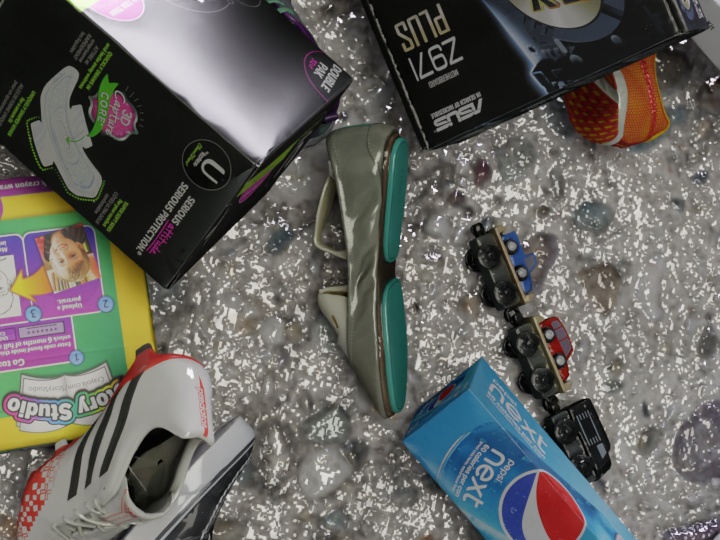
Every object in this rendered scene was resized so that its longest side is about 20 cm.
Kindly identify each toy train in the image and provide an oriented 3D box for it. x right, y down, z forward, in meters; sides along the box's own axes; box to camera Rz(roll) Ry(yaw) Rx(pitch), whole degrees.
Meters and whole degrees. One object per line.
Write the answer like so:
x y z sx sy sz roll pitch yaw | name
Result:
0.129 0.056 1.236 0.046 0.034 0.201 -24 90 -19 | toy train

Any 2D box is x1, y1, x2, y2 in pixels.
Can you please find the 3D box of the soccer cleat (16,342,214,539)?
-0.154 0.134 1.086 0.068 0.086 0.200 19 123 -36 | soccer cleat

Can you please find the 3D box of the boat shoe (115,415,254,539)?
-0.124 0.188 1.135 0.068 0.072 0.200 39 78 -5 | boat shoe

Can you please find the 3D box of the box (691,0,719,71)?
0.256 -0.238 1.268 0.200 0.041 0.156 49 47 -6 | box

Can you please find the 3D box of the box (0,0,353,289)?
-0.134 -0.120 1.101 0.200 0.124 0.149 42 37 0 | box

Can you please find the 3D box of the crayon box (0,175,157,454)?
-0.237 0.031 1.131 0.198 0.058 0.174 -7 86 -15 | crayon box

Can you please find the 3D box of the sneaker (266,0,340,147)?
-0.069 -0.181 1.184 0.074 0.087 0.201 -34 93 -16 | sneaker

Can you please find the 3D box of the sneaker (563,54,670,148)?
0.174 -0.186 1.269 0.077 0.073 0.202 -4 83 -42 | sneaker

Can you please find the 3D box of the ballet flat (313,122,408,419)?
0.000 0.000 1.197 0.063 0.067 0.202 2 96 15 | ballet flat

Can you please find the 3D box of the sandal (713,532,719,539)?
0.308 0.279 1.253 0.082 0.050 0.204 -15 75 -30 | sandal

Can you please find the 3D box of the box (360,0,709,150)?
0.108 -0.196 1.181 0.199 0.086 0.165 -22 90 23 | box

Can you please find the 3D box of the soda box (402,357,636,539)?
0.120 0.162 1.193 0.064 0.068 0.200 -40 95 19 | soda box
